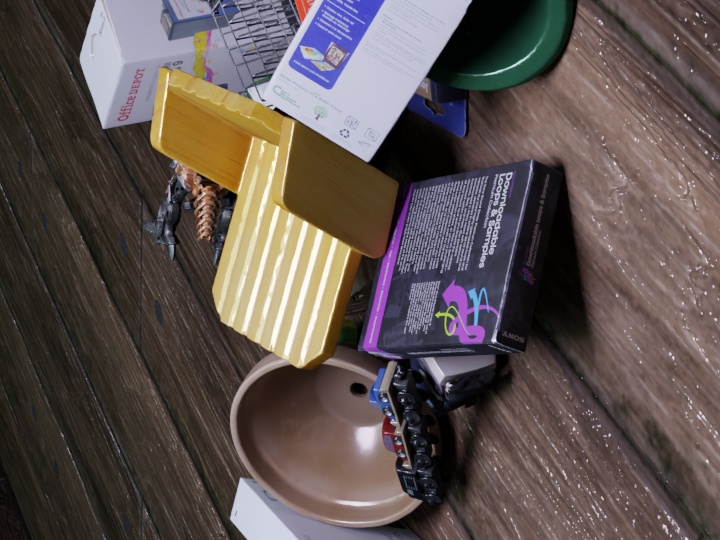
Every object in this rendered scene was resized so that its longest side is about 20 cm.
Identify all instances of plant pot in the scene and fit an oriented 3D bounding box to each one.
[{"bbox_3d":[-0.014,0.135,1.640,0.093,0.200,0.201,-63,-17,-52],"label":"plant pot"}]

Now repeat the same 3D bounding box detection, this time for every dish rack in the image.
[{"bbox_3d":[-0.079,-0.223,1.552,0.153,0.054,0.201,-40,71,56],"label":"dish rack"}]

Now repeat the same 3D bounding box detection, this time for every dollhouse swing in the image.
[{"bbox_3d":[-0.098,-0.041,1.461,0.200,0.181,0.176,28,90,47],"label":"dollhouse swing"}]

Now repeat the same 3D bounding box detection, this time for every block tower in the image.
[{"bbox_3d":[0.000,0.000,1.650,0.200,0.058,0.054,145,112,-65],"label":"block tower"}]

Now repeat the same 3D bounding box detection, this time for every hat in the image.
[{"bbox_3d":[0.085,-0.259,1.324,0.166,0.200,0.176,-47,11,42],"label":"hat"}]

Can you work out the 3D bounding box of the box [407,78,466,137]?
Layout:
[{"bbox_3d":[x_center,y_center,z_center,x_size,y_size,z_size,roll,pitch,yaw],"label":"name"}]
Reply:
[{"bbox_3d":[0.048,-0.217,1.454,0.121,0.032,0.201,-144,46,-60],"label":"box"}]

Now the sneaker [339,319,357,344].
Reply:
[{"bbox_3d":[-0.031,0.117,1.768,0.200,0.074,0.084,93,158,-55],"label":"sneaker"}]

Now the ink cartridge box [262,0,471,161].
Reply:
[{"bbox_3d":[0.010,-0.174,1.280,0.200,0.099,0.039,-54,6,46],"label":"ink cartridge box"}]

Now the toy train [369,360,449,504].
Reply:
[{"bbox_3d":[0.041,0.141,1.513,0.200,0.046,0.034,75,-150,-51],"label":"toy train"}]

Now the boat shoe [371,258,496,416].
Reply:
[{"bbox_3d":[0.052,0.032,1.508,0.093,0.074,0.201,106,148,-61],"label":"boat shoe"}]

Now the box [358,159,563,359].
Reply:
[{"bbox_3d":[0.075,-0.004,1.367,0.200,0.036,0.144,-7,67,61],"label":"box"}]

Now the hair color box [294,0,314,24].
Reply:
[{"bbox_3d":[-0.022,-0.255,1.422,0.101,0.061,0.201,27,-136,-68],"label":"hair color box"}]

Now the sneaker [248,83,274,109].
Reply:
[{"bbox_3d":[-0.083,-0.089,1.697,0.075,0.088,0.201,56,-145,-69],"label":"sneaker"}]

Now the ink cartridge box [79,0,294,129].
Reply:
[{"bbox_3d":[-0.169,-0.226,1.765,0.145,0.199,0.088,125,129,-61],"label":"ink cartridge box"}]

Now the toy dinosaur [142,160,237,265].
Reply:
[{"bbox_3d":[-0.165,-0.086,1.783,0.200,0.102,0.136,-59,-15,-59],"label":"toy dinosaur"}]

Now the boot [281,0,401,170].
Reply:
[{"bbox_3d":[-0.037,-0.183,1.630,0.201,0.065,0.165,65,145,24],"label":"boot"}]

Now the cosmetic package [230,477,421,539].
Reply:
[{"bbox_3d":[-0.021,0.265,1.696,0.200,0.150,0.052,33,113,61],"label":"cosmetic package"}]
